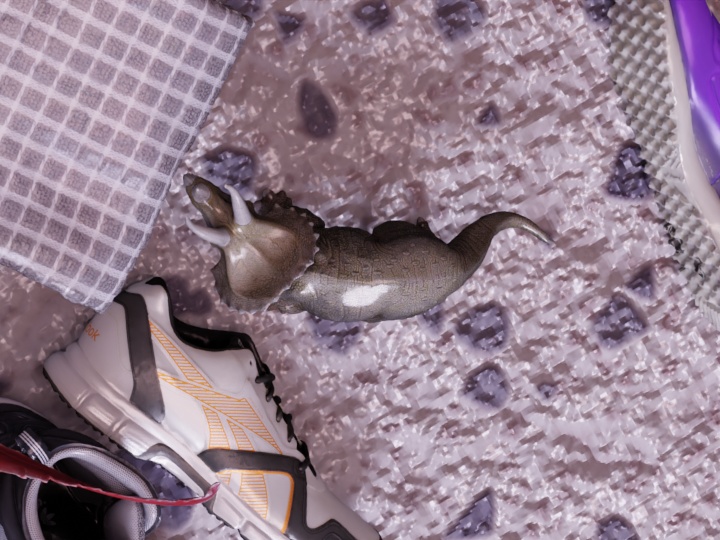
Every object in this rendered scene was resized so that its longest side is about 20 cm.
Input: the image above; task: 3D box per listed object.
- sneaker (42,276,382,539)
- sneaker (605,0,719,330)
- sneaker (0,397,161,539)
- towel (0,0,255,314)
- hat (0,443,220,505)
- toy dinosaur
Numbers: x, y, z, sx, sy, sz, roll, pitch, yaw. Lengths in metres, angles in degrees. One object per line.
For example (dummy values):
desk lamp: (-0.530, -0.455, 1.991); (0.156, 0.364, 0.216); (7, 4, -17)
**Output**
sneaker: (-0.058, 0.082, 1.355); (0.200, 0.074, 0.080); (39, 90, -19)
sneaker: (0.193, -0.075, 1.384); (0.099, 0.070, 0.201); (-24, 111, -14)
sneaker: (-0.124, 0.150, 1.327); (0.075, 0.114, 0.200); (-42, 108, -19)
towel: (-0.171, -0.092, 1.280); (0.199, 0.086, 0.166); (25, 96, -17)
hat: (-0.191, 0.093, 1.279); (0.175, 0.201, 0.166); (-6, 136, -23)
toy dinosaur: (0.000, 0.000, 1.333); (0.199, 0.102, 0.077); (10, 101, -14)
